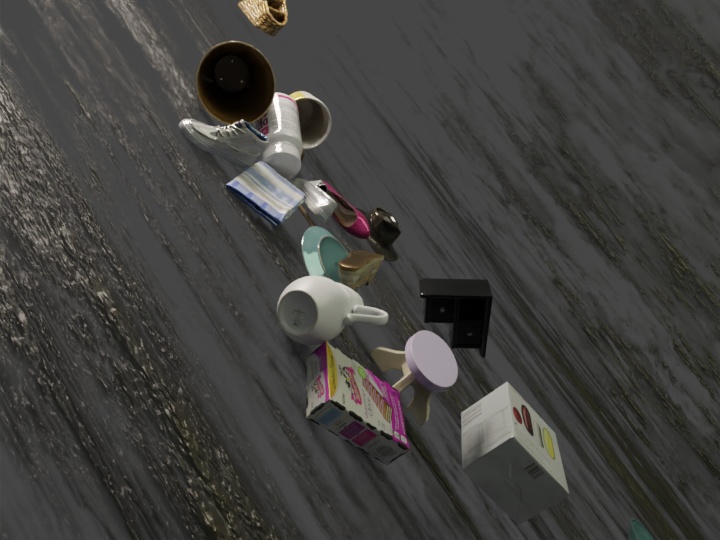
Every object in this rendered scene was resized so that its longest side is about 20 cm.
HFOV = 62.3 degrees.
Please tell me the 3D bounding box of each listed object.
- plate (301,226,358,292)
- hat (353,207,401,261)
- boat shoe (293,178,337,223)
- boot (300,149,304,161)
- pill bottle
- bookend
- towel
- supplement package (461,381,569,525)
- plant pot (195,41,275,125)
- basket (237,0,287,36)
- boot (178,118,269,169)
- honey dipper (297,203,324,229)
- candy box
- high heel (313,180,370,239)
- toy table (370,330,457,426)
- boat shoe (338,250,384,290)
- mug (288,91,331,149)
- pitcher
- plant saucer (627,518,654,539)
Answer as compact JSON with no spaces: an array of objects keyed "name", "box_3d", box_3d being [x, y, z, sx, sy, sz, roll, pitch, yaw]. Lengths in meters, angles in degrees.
[{"name":"plate","box_3d":[-0.058,-0.011,1.332,0.200,0.025,0.202,43,33,-36]},{"name":"hat","box_3d":[0.067,-0.128,1.762,0.200,0.081,0.202,43,21,-21]},{"name":"boat shoe","box_3d":[-0.110,-0.188,1.469,0.072,0.068,0.200,51,1,-32]},{"name":"boot","box_3d":[-0.230,-0.378,1.603,0.201,0.073,0.075,55,32,7]},{"name":"pill bottle","box_3d":[-0.202,-0.333,1.484,0.113,0.113,0.203,28,41,-44]},{"name":"bookend","box_3d":[0.256,0.131,1.665,0.196,0.202,0.093,2,28,1]},{"name":"towel","box_3d":[-0.205,-0.177,1.332,0.146,0.024,0.200,37,26,-5]},{"name":"supplement package","box_3d":[0.340,0.405,1.339,0.191,0.147,0.201,45,22,-11]},{"name":"plant pot","box_3d":[-0.311,-0.472,1.469,0.186,0.187,0.201,38,11,-27]},{"name":"basket","box_3d":[-0.346,-1.010,2.294,0.143,0.149,0.200,50,20,2]},{"name":"boot","box_3d":[-0.292,-0.300,1.301,0.199,0.095,0.074,20,35,-52]},{"name":"honey dipper","box_3d":[-0.129,-0.132,1.436,0.201,0.038,0.038,57,22,21]},{"name":"candy box","box_3d":[-0.006,0.232,1.045,0.199,0.061,0.137,37,25,-29]},{"name":"high heel","box_3d":[-0.052,-0.163,1.584,0.201,0.067,0.096,53,11,20]},{"name":"toy table","box_3d":[0.116,0.215,1.244,0.199,0.117,0.185,7,47,-60]},{"name":"boat shoe","box_3d":[0.000,0.000,1.339,0.071,0.066,0.200,11,15,16]},{"name":"mug","box_3d":[-0.180,-0.467,1.750,0.187,0.149,0.154,45,13,-31]},{"name":"pitcher","box_3d":[-0.049,0.075,1.093,0.169,0.124,0.199,11,5,21]},{"name":"plant saucer","box_3d":[0.878,0.864,1.821,0.200,0.036,0.201,43,23,-22]}]
